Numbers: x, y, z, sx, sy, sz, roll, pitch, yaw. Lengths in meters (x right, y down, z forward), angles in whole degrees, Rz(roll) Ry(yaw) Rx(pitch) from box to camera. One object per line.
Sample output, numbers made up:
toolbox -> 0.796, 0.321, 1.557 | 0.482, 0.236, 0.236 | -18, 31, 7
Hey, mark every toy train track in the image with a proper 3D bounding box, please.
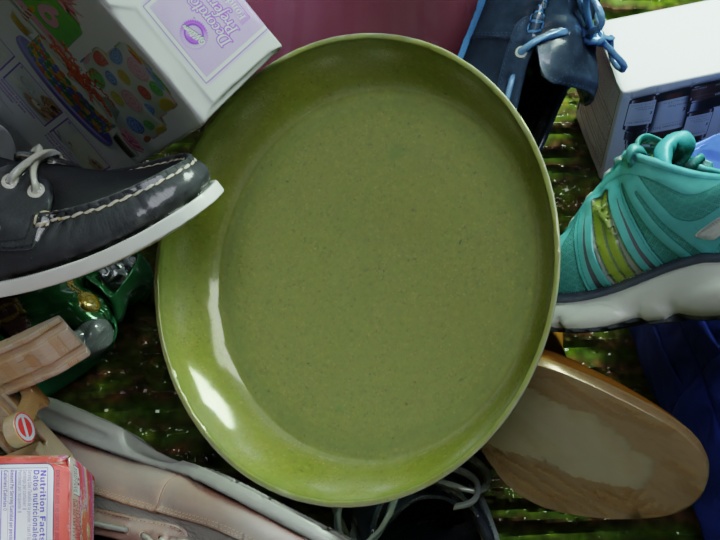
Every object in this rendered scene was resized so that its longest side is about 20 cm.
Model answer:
toy train track -> -0.194, 0.026, 0.745 | 0.114, 0.200, 0.033 | -23, 30, 25

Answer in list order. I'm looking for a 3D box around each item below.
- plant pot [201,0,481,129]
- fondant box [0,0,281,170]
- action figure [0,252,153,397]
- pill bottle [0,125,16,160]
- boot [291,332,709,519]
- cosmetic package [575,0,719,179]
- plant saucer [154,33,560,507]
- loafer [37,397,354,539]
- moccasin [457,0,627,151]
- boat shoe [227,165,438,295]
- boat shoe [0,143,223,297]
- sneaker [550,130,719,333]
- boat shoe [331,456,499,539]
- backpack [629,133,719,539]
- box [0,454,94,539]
plant pot -> -0.002, -0.165, 0.911 | 0.198, 0.179, 0.201 | 1, 59, -2
fondant box -> -0.137, -0.118, 0.825 | 0.058, 0.200, 0.144 | -45, 102, -24
action figure -> -0.190, 0.039, 0.858 | 0.199, 0.055, 0.118 | -25, 50, -21
pill bottle -> -0.276, -0.080, 0.890 | 0.199, 0.112, 0.111 | 29, 63, 17
boot -> 0.079, 0.039, 0.820 | 0.200, 0.071, 0.144 | 15, 27, 21
cosmetic package -> 0.220, -0.107, 0.938 | 0.199, 0.083, 0.051 | -12, 62, -8
plant saucer -> 0.000, 0.000, 0.758 | 0.199, 0.031, 0.202 | -4, 82, 30
loafer -> -0.083, 0.118, 0.797 | 0.199, 0.072, 0.063 | 20, 76, 32
moccasin -> 0.091, -0.098, 0.867 | 0.068, 0.080, 0.201 | 29, 100, 35
boat shoe -> -0.035, -0.024, 0.834 | 0.200, 0.066, 0.072 | 2, 41, 46
boat shoe -> -0.156, -0.022, 0.781 | 0.199, 0.061, 0.074 | -16, 12, 25
sneaker -> 0.125, -0.018, 0.746 | 0.077, 0.199, 0.080 | -9, 90, -48
boat shoe -> 0.027, 0.120, 0.804 | 0.074, 0.062, 0.201 | -15, 53, -4
backpack -> 0.221, 0.020, 0.816 | 0.161, 0.168, 0.201 | -9, 58, -15
box -> -0.161, 0.179, 0.721 | 0.099, 0.096, 0.202 | -1, 79, -2
